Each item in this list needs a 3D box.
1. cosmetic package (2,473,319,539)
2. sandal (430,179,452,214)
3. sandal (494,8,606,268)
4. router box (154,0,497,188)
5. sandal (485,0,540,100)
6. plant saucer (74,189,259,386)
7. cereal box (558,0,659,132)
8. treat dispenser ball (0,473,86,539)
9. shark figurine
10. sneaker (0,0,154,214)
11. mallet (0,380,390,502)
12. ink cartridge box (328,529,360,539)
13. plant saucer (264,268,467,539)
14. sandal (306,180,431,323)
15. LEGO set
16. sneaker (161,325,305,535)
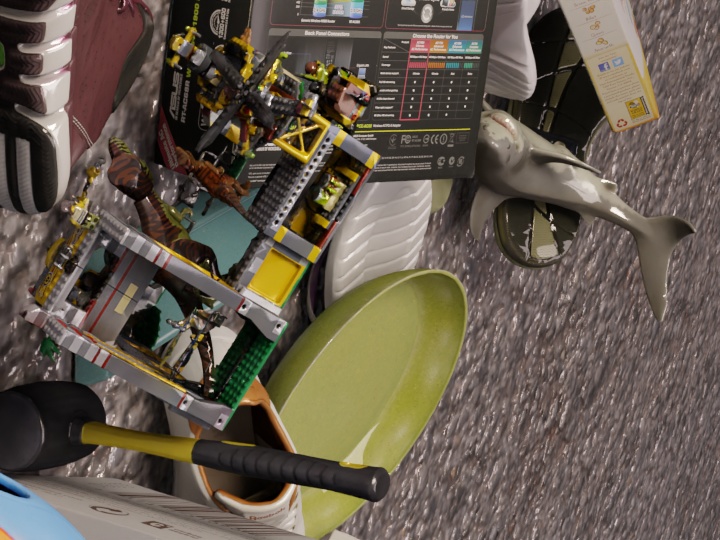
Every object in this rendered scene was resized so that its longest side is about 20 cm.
[{"bbox_3d":[-0.111,0.214,1.028,0.165,0.163,0.202,16,87,-66],"label":"cosmetic package"},{"bbox_3d":[0.045,-0.113,1.340,0.080,0.057,0.202,-62,152,-31],"label":"sandal"},{"bbox_3d":[0.130,-0.097,1.529,0.057,0.079,0.203,-29,-140,68],"label":"sandal"},{"bbox_3d":[-0.012,-0.125,1.137,0.199,0.062,0.151,-5,108,-47],"label":"router box"},{"bbox_3d":[0.080,-0.180,1.373,0.207,0.078,0.060,69,39,-65],"label":"sandal"},{"bbox_3d":[-0.091,-0.002,1.145,0.200,0.019,0.071,-34,132,-56],"label":"plant saucer"},{"bbox_3d":[0.144,-0.209,1.418,0.201,0.039,0.145,61,16,-44],"label":"cereal box"},{"bbox_3d":[-0.179,0.168,0.805,0.201,0.199,0.203,-43,140,-52],"label":"treat dispenser ball"},{"bbox_3d":[0.120,-0.047,1.451,0.214,0.128,0.090,28,99,-35],"label":"shark figurine"},{"bbox_3d":[-0.133,-0.134,0.930,0.116,0.075,0.201,-53,158,-52],"label":"sneaker"},{"bbox_3d":[-0.085,0.083,0.979,0.066,0.198,0.042,-1,98,-59],"label":"mallet"},{"bbox_3d":[-0.024,0.287,1.331,0.147,0.082,0.201,92,23,-55],"label":"ink cartridge box"},{"bbox_3d":[-0.010,0.079,1.294,0.200,0.031,0.201,-42,152,-28],"label":"plant saucer"},{"bbox_3d":[-0.005,0.003,1.309,0.082,0.050,0.204,-33,145,-38],"label":"sandal"},{"bbox_3d":[-0.092,-0.033,0.974,0.115,0.154,0.201,31,100,-36],"label":"LEGO set"},{"bbox_3d":[-0.065,0.133,1.170,0.072,0.085,0.201,-22,125,-12],"label":"sneaker"}]
